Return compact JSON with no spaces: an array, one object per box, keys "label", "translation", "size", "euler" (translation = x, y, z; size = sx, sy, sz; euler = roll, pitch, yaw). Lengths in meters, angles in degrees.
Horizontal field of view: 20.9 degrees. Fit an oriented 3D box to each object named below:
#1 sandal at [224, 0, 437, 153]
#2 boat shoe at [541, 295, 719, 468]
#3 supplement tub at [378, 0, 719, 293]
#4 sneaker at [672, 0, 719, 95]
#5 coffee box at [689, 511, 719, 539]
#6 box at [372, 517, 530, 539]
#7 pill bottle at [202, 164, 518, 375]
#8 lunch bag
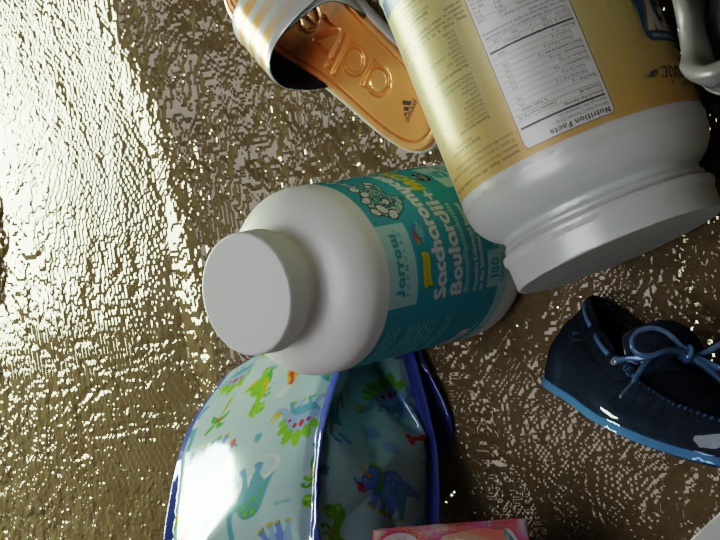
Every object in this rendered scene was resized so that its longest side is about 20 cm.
[{"label":"sandal","translation":[-0.026,-0.147,1.248],"size":[0.206,0.059,0.079],"euler":[40,121,29]},{"label":"boat shoe","translation":[0.158,0.057,1.078],"size":[0.200,0.084,0.069],"euler":[27,99,59]},{"label":"supplement tub","translation":[0.106,-0.103,1.084],"size":[0.144,0.144,0.201],"euler":[-29,79,40]},{"label":"sneaker","translation":[0.204,-0.188,1.014],"size":[0.075,0.099,0.201],"euler":[10,103,42]},{"label":"coffee box","translation":[0.211,0.183,1.064],"size":[0.080,0.114,0.200],"euler":[53,128,20]},{"label":"box","translation":[0.061,0.255,1.154],"size":[0.094,0.103,0.201],"euler":[-4,124,1]},{"label":"pill bottle","translation":[0.000,0.000,1.158],"size":[0.110,0.199,0.112],"euler":[9,104,39]},{"label":"lunch bag","translation":[-0.036,0.126,1.267],"size":[0.170,0.127,0.201],"euler":[-30,49,40]}]
